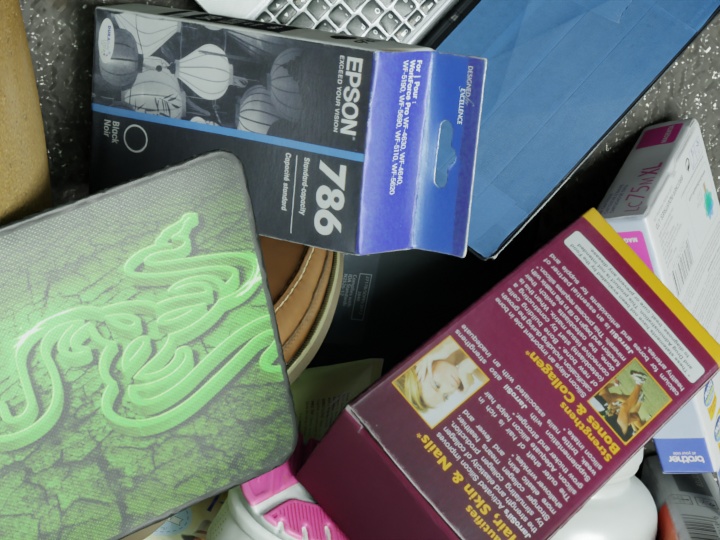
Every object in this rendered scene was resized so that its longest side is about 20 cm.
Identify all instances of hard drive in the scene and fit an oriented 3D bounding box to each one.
[{"bbox_3d":[0.000,0.000,0.882,0.198,0.033,0.141,6,103,-23],"label":"hard drive"}]

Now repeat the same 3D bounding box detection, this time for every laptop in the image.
[{"bbox_3d":[0.042,-0.147,0.790,0.187,0.116,0.200,-47,107,-5],"label":"laptop"}]

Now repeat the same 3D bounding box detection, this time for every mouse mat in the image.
[{"bbox_3d":[-0.122,0.049,0.700,0.199,0.008,0.162,-23,115,-28],"label":"mouse mat"}]

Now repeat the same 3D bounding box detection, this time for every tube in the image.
[{"bbox_3d":[-0.086,0.086,0.835,0.198,0.058,0.052,-4,74,-17],"label":"tube"}]

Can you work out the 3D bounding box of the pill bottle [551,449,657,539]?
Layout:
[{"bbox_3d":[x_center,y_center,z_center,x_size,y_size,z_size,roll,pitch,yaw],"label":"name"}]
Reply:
[{"bbox_3d":[0.116,0.176,0.938,0.111,0.112,0.202,-2,107,-21],"label":"pill bottle"}]

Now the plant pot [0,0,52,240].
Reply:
[{"bbox_3d":[-0.213,-0.026,0.724,0.185,0.186,0.201,-26,128,-12],"label":"plant pot"}]

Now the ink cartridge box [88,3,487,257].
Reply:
[{"bbox_3d":[-0.040,-0.068,0.771,0.039,0.198,0.101,-25,122,-63],"label":"ink cartridge box"}]

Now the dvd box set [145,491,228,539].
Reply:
[{"bbox_3d":[-0.098,0.175,0.898,0.146,0.029,0.201,30,94,-27],"label":"dvd box set"}]

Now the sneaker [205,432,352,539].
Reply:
[{"bbox_3d":[0.000,0.159,0.854,0.199,0.082,0.088,31,128,-21],"label":"sneaker"}]

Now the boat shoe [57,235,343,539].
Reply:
[{"bbox_3d":[-0.077,0.037,0.771,0.201,0.071,0.068,-57,140,-25],"label":"boat shoe"}]

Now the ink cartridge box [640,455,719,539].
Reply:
[{"bbox_3d":[0.183,0.234,0.956,0.050,0.162,0.202,11,105,-2],"label":"ink cartridge box"}]

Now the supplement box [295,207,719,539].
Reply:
[{"bbox_3d":[0.079,0.073,0.811,0.110,0.086,0.200,47,55,9],"label":"supplement box"}]

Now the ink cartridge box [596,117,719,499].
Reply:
[{"bbox_3d":[0.190,0.029,0.928,0.119,0.042,0.201,-51,126,-50],"label":"ink cartridge box"}]
